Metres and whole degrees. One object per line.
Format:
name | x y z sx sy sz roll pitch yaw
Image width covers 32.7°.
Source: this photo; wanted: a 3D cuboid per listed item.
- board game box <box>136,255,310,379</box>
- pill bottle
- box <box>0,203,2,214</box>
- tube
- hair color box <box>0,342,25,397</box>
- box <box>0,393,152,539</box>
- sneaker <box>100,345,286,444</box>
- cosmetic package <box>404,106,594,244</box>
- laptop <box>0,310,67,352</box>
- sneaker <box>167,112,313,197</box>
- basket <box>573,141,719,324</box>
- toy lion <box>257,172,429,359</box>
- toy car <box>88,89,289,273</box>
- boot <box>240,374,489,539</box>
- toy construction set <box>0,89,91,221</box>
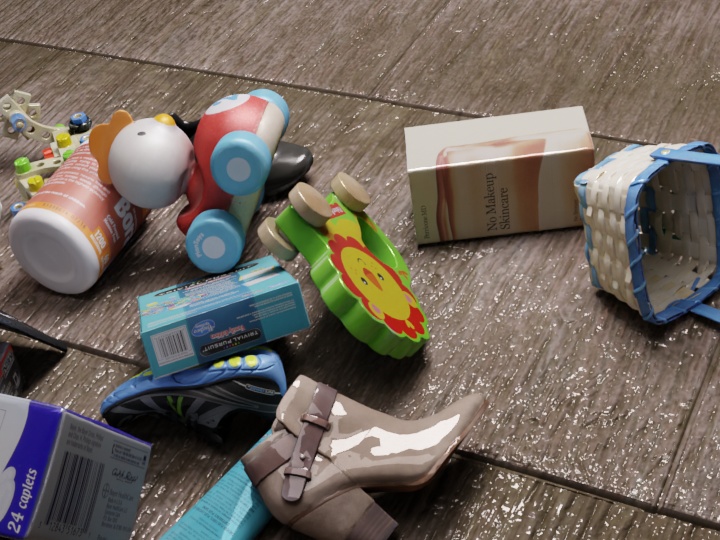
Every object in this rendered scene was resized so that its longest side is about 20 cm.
board game box | -0.138 0.041 1.190 0.149 0.048 0.200 -18 10 -8
pill bottle | -0.298 -0.078 1.382 0.110 0.113 0.201 9 44 22
box | -0.533 -0.070 1.441 0.196 0.096 0.078 -13 40 0
tube | -0.100 0.199 1.069 0.077 0.051 0.200 21 54 38
hair color box | -0.445 0.127 1.213 0.196 0.062 0.102 -2 40 9
box | -0.304 0.161 1.022 0.197 0.184 0.107 9 75 16
sneaker | -0.158 0.126 1.141 0.196 0.084 0.071 -11 10 21
cosmetic package | 0.150 -0.102 1.322 0.196 0.105 0.088 -7 38 6
laptop | -0.426 0.064 1.217 0.198 0.177 0.105 25 83 15
sneaker | -0.153 -0.141 1.443 0.196 0.092 0.076 3 39 14
basket | 0.305 -0.037 1.154 0.138 0.179 0.199 -27 31 -25
toy lion | 0.000 0.000 1.212 0.192 0.069 0.200 48 19 5
toy car | -0.193 -0.123 1.308 0.197 0.179 0.185 20 24 -5
boot | 0.000 0.142 1.054 0.146 0.070 0.200 38 64 10
toy construction set | -0.381 -0.139 1.499 0.129 0.093 0.201 -20 52 -12
